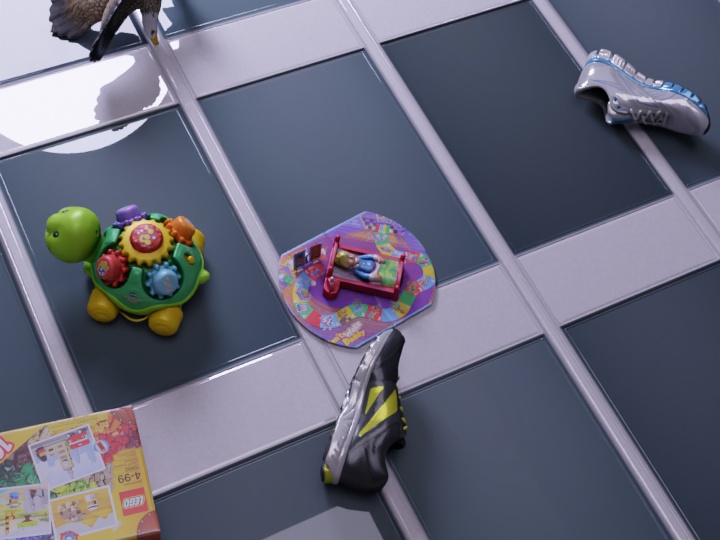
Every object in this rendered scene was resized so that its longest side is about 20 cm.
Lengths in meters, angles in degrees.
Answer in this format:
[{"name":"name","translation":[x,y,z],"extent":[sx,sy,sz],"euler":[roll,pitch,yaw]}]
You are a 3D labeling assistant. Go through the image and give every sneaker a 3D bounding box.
[{"name":"sneaker","translation":[0.020,0.163,1.386],"extent":[0.084,0.075,0.202],"euler":[23,66,0]},{"name":"sneaker","translation":[0.387,-0.226,1.691],"extent":[0.199,0.075,0.087],"euler":[28,65,19]}]

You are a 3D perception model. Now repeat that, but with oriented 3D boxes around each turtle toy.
[{"name":"turtle toy","translation":[-0.273,-0.018,1.429],"extent":[0.197,0.101,0.147],"euler":[13,56,-1]}]

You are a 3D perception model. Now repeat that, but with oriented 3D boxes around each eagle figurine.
[{"name":"eagle figurine","translation":[-0.310,-0.371,1.638],"extent":[0.198,0.152,0.152],"euler":[-21,83,-26]}]

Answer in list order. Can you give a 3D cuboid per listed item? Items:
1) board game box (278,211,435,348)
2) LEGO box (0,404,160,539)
[{"name":"board game box","translation":[0.000,0.000,1.496],"extent":[0.199,0.039,0.158],"euler":[-28,66,-23]},{"name":"LEGO box","translation":[-0.321,0.242,1.271],"extent":[0.198,0.077,0.150],"euler":[-11,60,-15]}]
